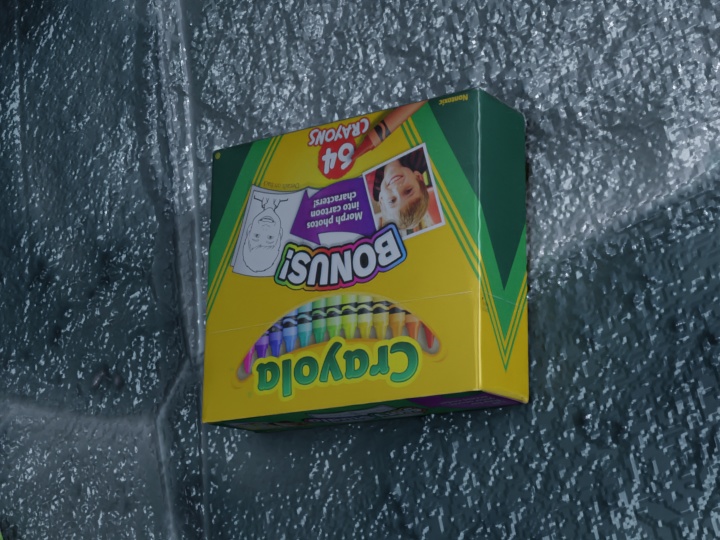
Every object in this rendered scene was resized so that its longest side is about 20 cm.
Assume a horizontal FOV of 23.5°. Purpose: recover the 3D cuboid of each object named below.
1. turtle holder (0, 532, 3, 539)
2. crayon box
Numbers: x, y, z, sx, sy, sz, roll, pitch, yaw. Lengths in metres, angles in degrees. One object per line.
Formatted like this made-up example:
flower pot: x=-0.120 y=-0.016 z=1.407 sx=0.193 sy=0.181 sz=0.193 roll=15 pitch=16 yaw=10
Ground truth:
turtle holder: x=-0.314 y=0.255 z=1.152 sx=0.131 sy=0.185 sz=0.142 roll=7 pitch=113 yaw=39
crayon box: x=0.000 y=0.000 z=1.020 sx=0.199 sy=0.058 sz=0.173 roll=-10 pitch=71 yaw=35
